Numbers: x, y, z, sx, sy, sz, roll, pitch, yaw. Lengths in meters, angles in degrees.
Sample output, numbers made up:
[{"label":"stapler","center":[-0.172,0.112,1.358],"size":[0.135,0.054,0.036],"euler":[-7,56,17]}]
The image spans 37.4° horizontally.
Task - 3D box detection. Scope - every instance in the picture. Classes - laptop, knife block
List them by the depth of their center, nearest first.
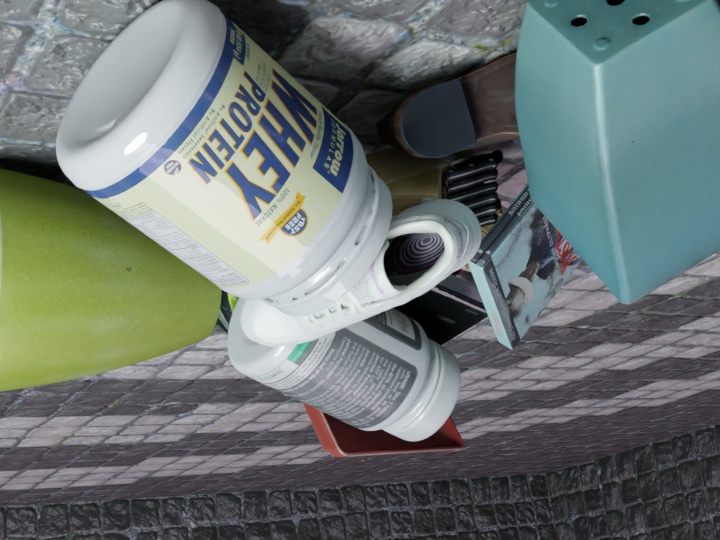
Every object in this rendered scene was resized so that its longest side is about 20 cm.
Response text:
[{"label":"knife block","center":[0.023,-0.066,0.910],"size":[0.198,0.064,0.176],"euler":[0,-156,6]},{"label":"laptop","center":[0.000,0.000,1.047],"size":[0.186,0.117,0.200],"euler":[22,145,-25]}]

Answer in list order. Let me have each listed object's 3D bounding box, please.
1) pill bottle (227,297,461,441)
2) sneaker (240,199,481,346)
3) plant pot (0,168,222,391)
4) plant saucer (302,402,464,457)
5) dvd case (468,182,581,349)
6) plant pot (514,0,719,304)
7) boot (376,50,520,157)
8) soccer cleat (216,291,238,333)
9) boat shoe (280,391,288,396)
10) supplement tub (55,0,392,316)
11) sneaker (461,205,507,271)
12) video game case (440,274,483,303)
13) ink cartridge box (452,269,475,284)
[{"label":"pill bottle","center":[-0.010,0.075,0.952],"size":[0.199,0.114,0.113],"euler":[31,142,-32]},{"label":"sneaker","center":[-0.009,0.002,0.790],"size":[0.199,0.075,0.100],"euler":[-26,-177,14]},{"label":"plant pot","center":[-0.229,0.011,0.923],"size":[0.199,0.189,0.187],"euler":[2,159,-29]},{"label":"plant saucer","center":[-0.004,0.107,1.079],"size":[0.037,0.200,0.199],"euler":[-43,150,27]},{"label":"dvd case","center":[0.174,-0.041,0.944],"size":[0.200,0.022,0.146],"euler":[-48,146,-15]},{"label":"plant pot","center":[0.193,-0.111,0.747],"size":[0.141,0.142,0.200],"euler":[-30,138,-2]},{"label":"boot","center":[0.108,-0.136,0.865],"size":[0.199,0.075,0.097],"euler":[-12,-171,-18]},{"label":"soccer cleat","center":[-0.138,0.033,1.147],"size":[0.081,0.068,0.200],"euler":[23,158,14]},{"label":"boat shoe","center":[-0.033,0.111,1.188],"size":[0.070,0.064,0.200],"euler":[10,-179,30]},{"label":"supplement tub","center":[-0.086,-0.071,0.722],"size":[0.144,0.146,0.200],"euler":[-22,135,36]},{"label":"sneaker","center":[0.078,-0.036,1.033],"size":[0.199,0.071,0.108],"euler":[14,174,18]},{"label":"video game case","center":[0.027,0.000,1.088],"size":[0.143,0.018,0.200],"euler":[23,173,-27]},{"label":"ink cartridge box","center":[0.069,0.016,1.225],"size":[0.037,0.095,0.200],"euler":[44,137,-16]}]
